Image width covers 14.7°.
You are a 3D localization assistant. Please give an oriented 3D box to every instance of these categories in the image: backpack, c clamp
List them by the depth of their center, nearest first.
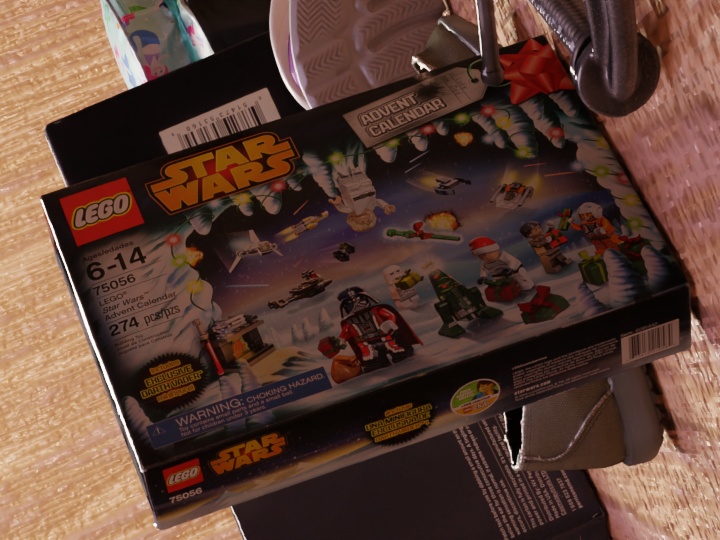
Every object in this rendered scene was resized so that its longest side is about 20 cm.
[{"bbox_3d":[0.058,-0.112,0.897,0.200,0.027,0.171,-120,15,-65],"label":"c clamp"},{"bbox_3d":[-0.089,-0.157,1.854,0.200,0.150,0.178,-109,-1,-51],"label":"backpack"}]

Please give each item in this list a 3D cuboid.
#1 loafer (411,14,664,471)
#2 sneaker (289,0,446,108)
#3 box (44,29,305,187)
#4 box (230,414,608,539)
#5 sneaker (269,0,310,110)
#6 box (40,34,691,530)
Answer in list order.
[{"bbox_3d":[0.059,-0.005,1.119,0.075,0.070,0.200,-136,24,-81],"label":"loafer"},{"bbox_3d":[0.020,-0.060,1.312,0.112,0.078,0.200,127,121,-85],"label":"sneaker"},{"bbox_3d":[-0.059,-0.034,1.659,0.198,0.200,0.123,74,172,-66],"label":"box"},{"bbox_3d":[0.040,0.170,1.553,0.200,0.182,0.104,73,173,-60],"label":"box"},{"bbox_3d":[0.006,-0.077,1.424,0.100,0.075,0.200,117,130,-84],"label":"sneaker"},{"bbox_3d":[0.000,0.000,0.992,0.040,0.200,0.137,81,167,-48],"label":"box"}]
